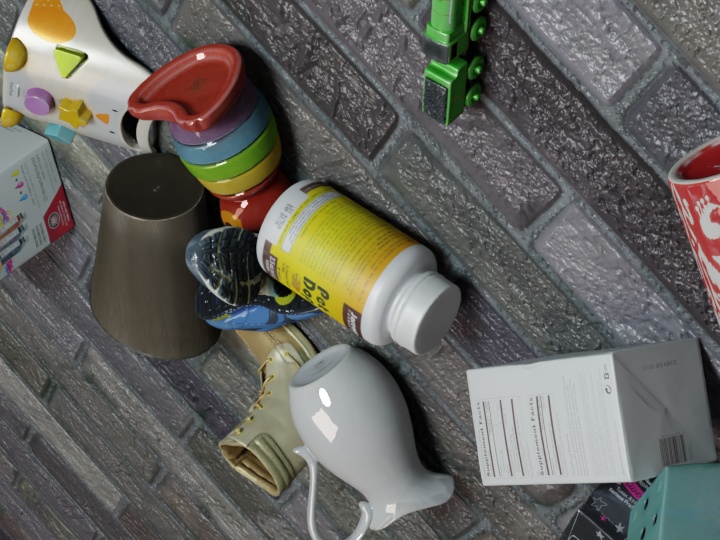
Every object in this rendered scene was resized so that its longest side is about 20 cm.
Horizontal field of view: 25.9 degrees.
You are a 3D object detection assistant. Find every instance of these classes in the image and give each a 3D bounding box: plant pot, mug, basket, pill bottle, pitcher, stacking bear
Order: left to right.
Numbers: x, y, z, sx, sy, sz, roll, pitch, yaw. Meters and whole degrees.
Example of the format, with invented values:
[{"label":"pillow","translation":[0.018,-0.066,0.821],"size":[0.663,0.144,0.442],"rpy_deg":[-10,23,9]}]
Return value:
[{"label":"basket","translation":[-0.236,-0.023,1.806],"size":[0.179,0.136,0.201],"rpy_deg":[33,141,23]},{"label":"stacking bear","translation":[-0.130,-0.119,1.598],"size":[0.121,0.114,0.201],"rpy_deg":[16,146,40]},{"label":"pitcher","translation":[-0.014,0.199,1.722],"size":[0.201,0.171,0.121],"rpy_deg":[58,174,-16]},{"label":"pill bottle","translation":[0.000,0.000,1.555],"size":[0.199,0.109,0.110],"rpy_deg":[33,144,26]},{"label":"plant pot","translation":[0.326,0.247,1.305],"size":[0.198,0.142,0.142],"rpy_deg":[17,144,-2]},{"label":"mug","translation":[0.331,-0.008,1.151],"size":[0.176,0.134,0.202],"rpy_deg":[-19,105,28]}]

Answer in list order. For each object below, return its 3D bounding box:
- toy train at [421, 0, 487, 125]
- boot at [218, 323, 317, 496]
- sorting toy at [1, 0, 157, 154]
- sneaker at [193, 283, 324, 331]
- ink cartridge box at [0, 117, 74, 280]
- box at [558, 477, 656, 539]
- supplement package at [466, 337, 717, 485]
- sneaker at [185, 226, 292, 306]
[{"label":"toy train","translation":[0.077,-0.207,1.302],"size":[0.042,0.056,0.201],"rpy_deg":[31,143,26]},{"label":"boot","translation":[-0.112,0.146,1.795],"size":[0.200,0.155,0.073],"rpy_deg":[47,149,9]},{"label":"sorting toy","translation":[-0.303,-0.200,1.762],"size":[0.178,0.107,0.201],"rpy_deg":[25,144,4]},{"label":"sneaker","translation":[-0.090,0.031,1.748],"size":[0.198,0.067,0.078],"rpy_deg":[-8,158,35]},{"label":"ink cartridge box","translation":[-0.497,-0.080,1.996],"size":[0.144,0.200,0.147],"rpy_deg":[25,140,34]},{"label":"box","translation":[0.295,0.283,1.478],"size":[0.200,0.115,0.133],"rpy_deg":[41,148,17]},{"label":"supplement package","translation":[0.203,0.129,1.405],"size":[0.199,0.113,0.111],"rpy_deg":[-13,85,55]},{"label":"sneaker","translation":[-0.138,-0.004,1.616],"size":[0.085,0.200,0.079],"rpy_deg":[7,87,23]}]
